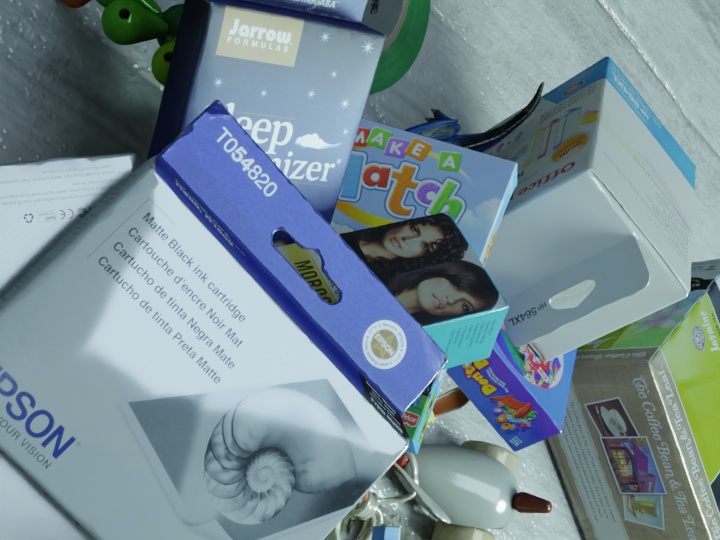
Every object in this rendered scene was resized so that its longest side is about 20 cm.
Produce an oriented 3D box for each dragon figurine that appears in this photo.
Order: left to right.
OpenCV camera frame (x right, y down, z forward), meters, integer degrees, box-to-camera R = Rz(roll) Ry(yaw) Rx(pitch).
[{"bbox_3d":[0.048,-0.081,0.907,0.099,0.200,0.059,-85,160,-76],"label":"dragon figurine"}]

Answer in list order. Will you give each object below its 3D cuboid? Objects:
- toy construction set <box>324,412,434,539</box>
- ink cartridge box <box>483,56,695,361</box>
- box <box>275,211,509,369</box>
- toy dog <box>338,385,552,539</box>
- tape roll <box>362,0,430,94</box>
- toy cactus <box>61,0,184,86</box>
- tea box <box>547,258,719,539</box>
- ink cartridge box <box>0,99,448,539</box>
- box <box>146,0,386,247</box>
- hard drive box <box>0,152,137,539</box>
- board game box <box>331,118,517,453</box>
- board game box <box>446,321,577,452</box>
[{"bbox_3d":[0.000,0.126,0.827,0.092,0.131,0.200,84,9,-64],"label":"toy construction set"},{"bbox_3d":[0.162,-0.042,0.930,0.125,0.128,0.200,48,33,-18],"label":"ink cartridge box"},{"bbox_3d":[-0.022,0.027,0.711,0.200,0.049,0.082,-13,53,-24],"label":"box"},{"bbox_3d":[0.069,0.154,0.930,0.200,0.096,0.132,14,74,-47],"label":"toy dog"},{"bbox_3d":[-0.028,-0.224,0.907,0.200,0.048,0.201,9,78,-47],"label":"tape roll"},{"bbox_3d":[-0.098,-0.139,0.771,0.165,0.102,0.200,-7,83,-49],"label":"toy cactus"},{"bbox_3d":[0.276,0.124,1.136,0.197,0.133,0.200,-38,112,-45],"label":"tea box"},{"bbox_3d":[-0.071,0.050,0.618,0.200,0.041,0.200,-47,106,-15],"label":"ink cartridge box"},{"bbox_3d":[-0.057,-0.082,0.705,0.121,0.032,0.200,2,113,-38],"label":"box"},{"bbox_3d":[-0.185,0.048,0.638,0.156,0.077,0.200,-7,90,-25],"label":"hard drive box"},{"bbox_3d":[0.000,0.000,0.811,0.037,0.151,0.200,77,33,-66],"label":"board game box"},{"bbox_3d":[0.115,0.025,0.976,0.135,0.045,0.200,50,33,-17],"label":"board game box"}]
